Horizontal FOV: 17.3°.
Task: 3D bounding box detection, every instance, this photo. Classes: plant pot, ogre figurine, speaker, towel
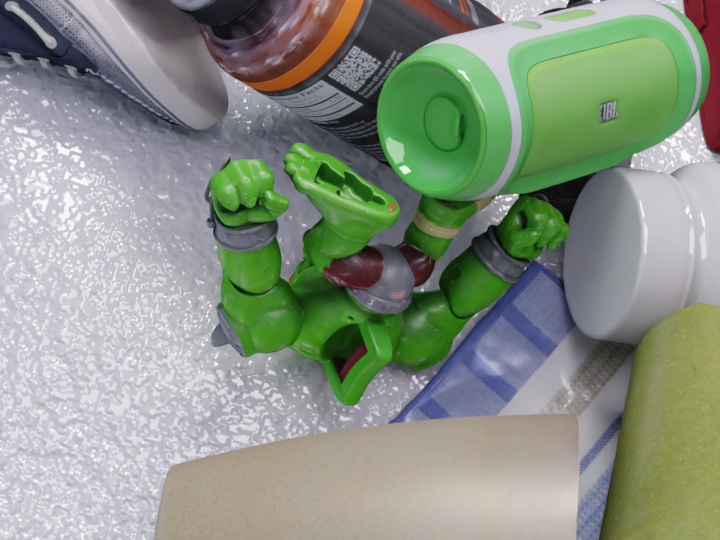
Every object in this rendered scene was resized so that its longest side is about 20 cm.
[{"bbox_3d":[0.203,0.121,1.215,0.200,0.200,0.184,14,54,-10],"label":"plant pot"},{"bbox_3d":[0.000,0.000,1.247,0.200,0.120,0.098,-10,47,-45],"label":"ogre figurine"},{"bbox_3d":[0.100,-0.092,1.249,0.200,0.088,0.089,-18,72,-46],"label":"speaker"},{"bbox_3d":[0.131,0.103,1.307,0.200,0.024,0.147,41,62,4],"label":"towel"},{"bbox_3d":[-0.001,0.152,1.174,0.200,0.187,0.188,7,65,1],"label":"plant pot"}]

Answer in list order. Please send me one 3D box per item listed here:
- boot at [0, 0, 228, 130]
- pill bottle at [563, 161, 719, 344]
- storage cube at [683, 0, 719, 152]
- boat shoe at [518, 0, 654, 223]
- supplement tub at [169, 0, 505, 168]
[{"bbox_3d":[-0.167,-0.138,1.303,0.200,0.090,0.073,47,28,-21],"label":"boot"},{"bbox_3d":[0.223,-0.001,1.320,0.200,0.114,0.114,6,66,-20],"label":"pill bottle"},{"bbox_3d":[0.304,-0.182,1.396,0.171,0.180,0.200,3,68,-16],"label":"storage cube"},{"bbox_3d":[0.125,-0.119,1.382,0.066,0.070,0.200,13,72,-13],"label":"boat shoe"},{"bbox_3d":[-0.011,-0.132,1.274,0.200,0.107,0.107,28,57,-40],"label":"supplement tub"}]
